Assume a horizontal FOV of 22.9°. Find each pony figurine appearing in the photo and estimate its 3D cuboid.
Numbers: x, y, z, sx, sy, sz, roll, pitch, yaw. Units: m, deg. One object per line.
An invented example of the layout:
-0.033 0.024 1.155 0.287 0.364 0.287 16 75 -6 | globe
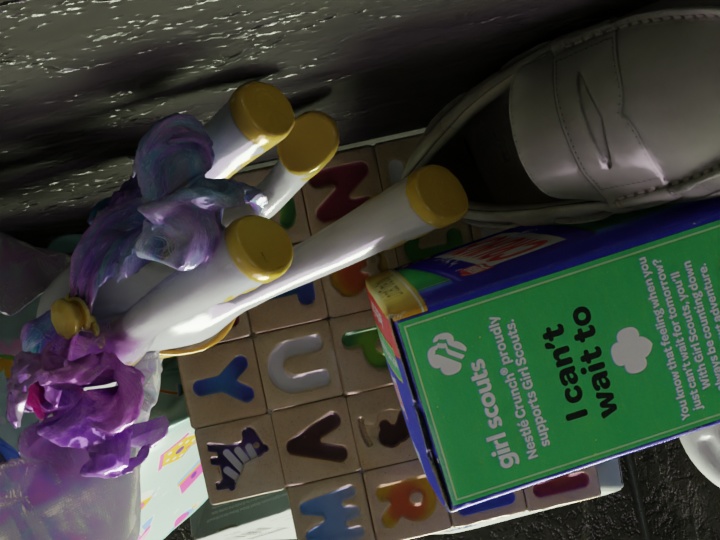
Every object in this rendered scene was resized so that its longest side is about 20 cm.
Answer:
-0.086 0.019 0.605 0.199 0.168 0.192 -35 170 36 | pony figurine

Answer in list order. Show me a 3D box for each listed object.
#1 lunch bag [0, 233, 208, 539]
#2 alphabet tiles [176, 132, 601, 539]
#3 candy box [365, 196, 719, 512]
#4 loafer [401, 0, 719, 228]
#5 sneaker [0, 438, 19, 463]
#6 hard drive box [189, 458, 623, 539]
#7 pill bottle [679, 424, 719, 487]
-0.146 0.076 0.824 0.198 0.123 0.171 -15 150 -22 | lunch bag
0.022 0.029 0.747 0.198 0.168 0.006 -12 -173 -3 | alphabet tiles
0.106 0.011 0.662 0.198 0.078 0.169 -20 -175 -2 | candy box
0.083 -0.048 0.589 0.069 0.071 0.200 -21 180 -29 | loafer
-0.191 0.059 0.670 0.066 0.199 0.078 -54 165 -5 | sneaker
0.023 0.102 1.007 0.199 0.078 0.155 6 160 -39 | hard drive box
0.232 0.049 0.992 0.111 0.113 0.200 -14 -173 14 | pill bottle
